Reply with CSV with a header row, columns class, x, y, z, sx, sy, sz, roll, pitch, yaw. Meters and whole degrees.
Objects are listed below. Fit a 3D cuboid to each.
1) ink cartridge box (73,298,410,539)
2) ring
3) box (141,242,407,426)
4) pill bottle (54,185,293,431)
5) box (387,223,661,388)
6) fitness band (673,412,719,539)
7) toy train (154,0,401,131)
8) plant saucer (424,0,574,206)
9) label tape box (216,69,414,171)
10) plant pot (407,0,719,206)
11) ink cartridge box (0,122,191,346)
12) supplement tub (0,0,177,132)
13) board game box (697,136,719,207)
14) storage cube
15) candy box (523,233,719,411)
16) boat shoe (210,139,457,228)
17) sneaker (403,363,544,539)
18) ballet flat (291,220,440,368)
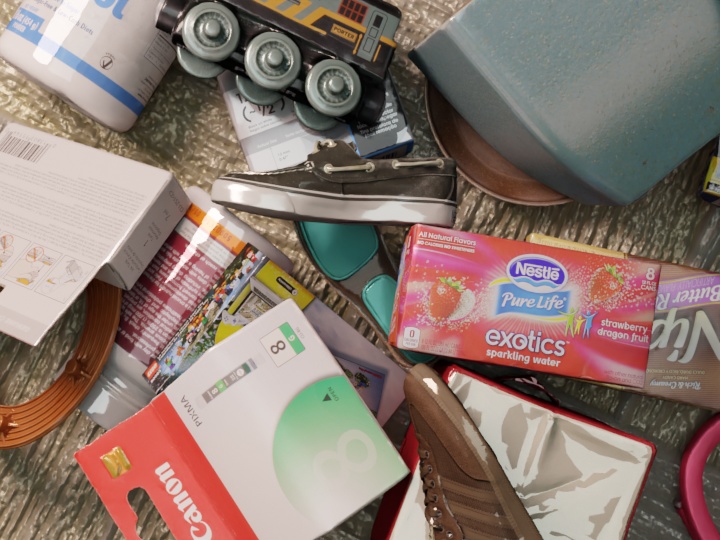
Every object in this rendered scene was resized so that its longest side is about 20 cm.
class,x,y,z,sx,sy,sz,roll,pitch,yaw
ink cartridge box,-0.089,0.140,0.868,0.199,0.050,0.161,-32,78,-16
ring,-0.279,0.048,0.978,0.199,0.019,0.202,-15,59,27
box,-0.062,0.089,0.970,0.137,0.038,0.200,-50,124,-3
pill bottle,-0.158,0.040,0.989,0.114,0.114,0.200,38,87,2
box,0.127,0.029,0.940,0.198,0.095,0.101,10,87,-3
fitness band,0.360,0.213,1.021,0.143,0.037,0.201,-31,88,-4
toy train,-0.062,-0.192,0.949,0.199,0.085,0.115,23,80,-9
plant saucer,0.154,-0.155,1.040,0.199,0.037,0.202,0,87,0
label tape box,-0.053,-0.177,1.026,0.142,0.066,0.201,-20,89,-1
plant pot,0.183,-0.163,0.935,0.195,0.196,0.200,-39,97,-2
ink cartridge box,-0.264,-0.026,0.955,0.199,0.045,0.177,19,63,32
supplement tub,-0.202,-0.232,0.996,0.131,0.132,0.201,31,87,2
board game box,0.405,-0.126,0.998,0.198,0.062,0.201,19,85,2
storage cube,0.113,0.182,0.949,0.170,0.180,0.201,21,88,1
candy box,0.230,0.046,1.019,0.198,0.056,0.118,13,87,2
boat shoe,-0.020,-0.071,0.941,0.198,0.071,0.064,3,88,-11
sneaker,0.071,0.165,0.826,0.075,0.070,0.201,-31,87,-1
ballet flat,0.000,0.000,1.011,0.068,0.067,0.201,-32,96,-4
